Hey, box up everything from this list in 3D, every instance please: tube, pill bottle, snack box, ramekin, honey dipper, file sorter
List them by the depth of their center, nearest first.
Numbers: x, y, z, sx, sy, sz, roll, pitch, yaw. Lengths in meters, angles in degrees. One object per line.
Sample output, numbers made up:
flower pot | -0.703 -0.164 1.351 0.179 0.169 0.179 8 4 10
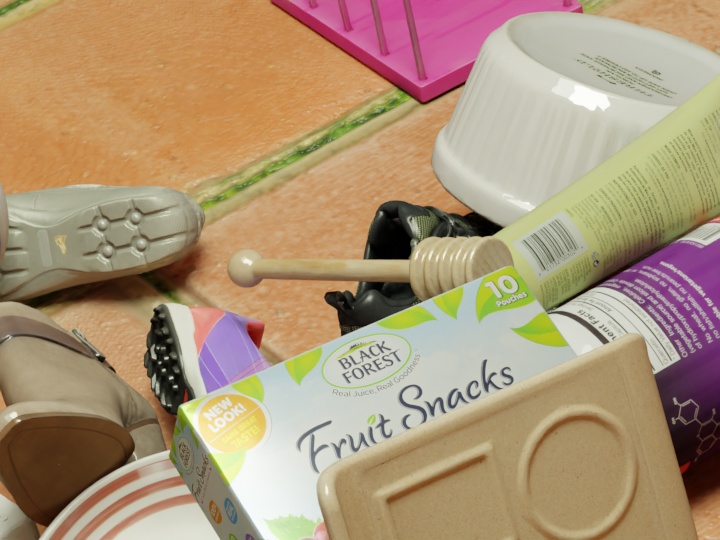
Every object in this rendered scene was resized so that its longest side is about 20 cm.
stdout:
snack box | 0.026 0.096 1.401 0.200 0.053 0.142 -23 62 -24
pill bottle | 0.162 0.054 1.542 0.200 0.113 0.112 -29 39 -22
honey dipper | 0.000 0.000 1.561 0.200 0.038 0.038 0 34 45
tube | 0.151 -0.036 1.571 0.200 0.058 0.052 -32 58 -22
ramekin | 0.150 -0.084 1.686 0.202 0.095 0.202 12 22 -5
file sorter | 0.034 -0.233 1.957 0.139 0.126 0.200 -28 39 -21

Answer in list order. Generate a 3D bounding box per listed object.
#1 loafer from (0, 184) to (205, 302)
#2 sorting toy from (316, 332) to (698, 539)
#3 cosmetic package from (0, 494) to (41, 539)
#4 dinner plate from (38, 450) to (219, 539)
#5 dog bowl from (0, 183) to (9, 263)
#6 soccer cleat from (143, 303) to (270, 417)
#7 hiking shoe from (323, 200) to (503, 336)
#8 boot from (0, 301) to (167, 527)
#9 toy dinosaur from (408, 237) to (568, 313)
loafer | -0.195 -0.018 1.789 0.199 0.070 0.070 -3 4 16
sorting toy | 0.079 0.147 1.344 0.200 0.186 0.036 -23 14 -28
cosmetic package | -0.273 0.191 1.510 0.102 0.074 0.200 24 48 40
dinner plate | -0.086 0.186 1.462 0.199 0.024 0.201 -6 59 10
dog bowl | -0.318 -0.023 1.703 0.199 0.201 0.079 -1 39 14
soccer cleat | -0.068 0.088 1.605 0.073 0.068 0.200 1 36 -20
hiking shoe | 0.054 -0.007 1.657 0.076 0.101 0.200 3 37 36
boot | -0.174 0.073 1.561 0.070 0.200 0.146 -41 57 5
toy dinosaur | 0.066 0.026 1.593 0.199 0.088 0.047 -4 9 -19
